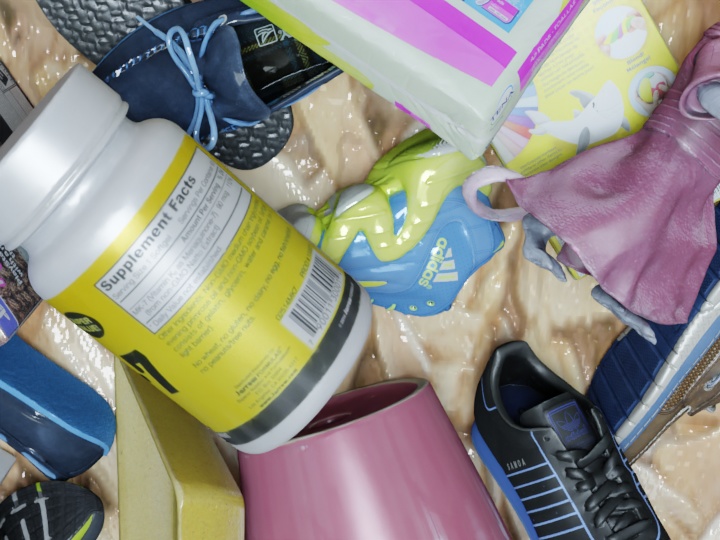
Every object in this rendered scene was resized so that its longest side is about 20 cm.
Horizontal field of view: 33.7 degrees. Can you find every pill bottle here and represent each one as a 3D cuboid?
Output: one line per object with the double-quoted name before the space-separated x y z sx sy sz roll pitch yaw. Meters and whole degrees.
"pill bottle" -0.099 -0.006 0.620 0.200 0.115 0.114 41 108 -19

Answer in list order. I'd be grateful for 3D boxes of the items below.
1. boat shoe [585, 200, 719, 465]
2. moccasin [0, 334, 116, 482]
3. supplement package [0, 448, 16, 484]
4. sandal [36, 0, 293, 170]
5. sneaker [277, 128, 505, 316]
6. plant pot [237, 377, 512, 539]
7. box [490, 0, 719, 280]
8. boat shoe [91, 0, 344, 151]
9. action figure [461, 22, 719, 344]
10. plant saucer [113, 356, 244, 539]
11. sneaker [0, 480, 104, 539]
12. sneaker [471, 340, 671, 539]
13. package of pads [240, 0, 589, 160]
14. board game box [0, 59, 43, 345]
"boat shoe" 0.209 0.053 0.733 0.072 0.073 0.201 23 116 -16
"moccasin" -0.254 0.073 0.767 0.200 0.081 0.068 41 112 -10
"supplement package" -0.354 0.142 0.776 0.199 0.120 0.122 33 111 -9
"sandal" -0.121 -0.140 0.701 0.075 0.048 0.201 -38 117 9
"sneaker" 0.000 0.000 0.725 0.198 0.076 0.106 -28 107 12
"plant pot" 0.008 0.172 0.737 0.198 0.200 0.181 -16 94 10
"box" 0.123 -0.108 0.693 0.117 0.048 0.201 -30 108 14
"boat shoe" -0.070 -0.119 0.654 0.198 0.069 0.085 -30 118 3
"action figure" 0.178 -0.069 0.647 0.149 0.134 0.201 38 98 34
"plant saucer" -0.114 0.173 0.749 0.048 0.200 0.203 -5 112 -21
"sneaker" -0.230 0.219 0.824 0.080 0.074 0.200 20 123 -40
"sneaker" 0.129 0.127 0.702 0.069 0.200 0.079 -21 138 -22
"package of pads" 0.024 -0.177 0.606 0.199 0.068 0.155 35 76 9
"board game box" -0.245 -0.041 0.660 0.096 0.200 0.160 -29 105 14
